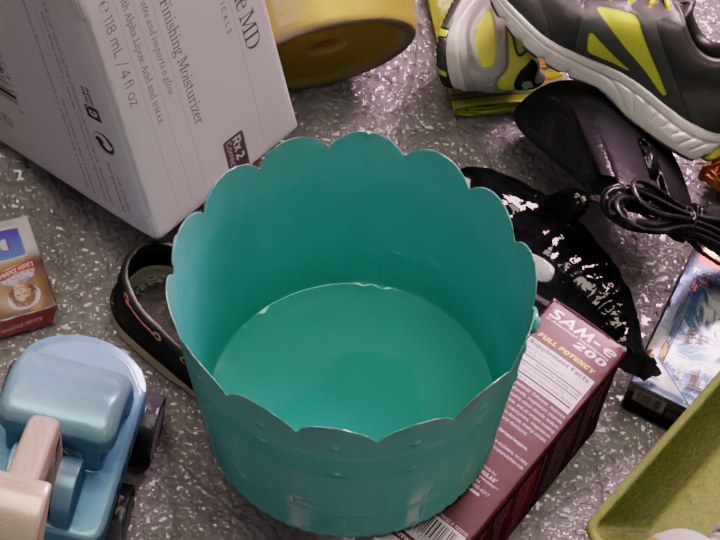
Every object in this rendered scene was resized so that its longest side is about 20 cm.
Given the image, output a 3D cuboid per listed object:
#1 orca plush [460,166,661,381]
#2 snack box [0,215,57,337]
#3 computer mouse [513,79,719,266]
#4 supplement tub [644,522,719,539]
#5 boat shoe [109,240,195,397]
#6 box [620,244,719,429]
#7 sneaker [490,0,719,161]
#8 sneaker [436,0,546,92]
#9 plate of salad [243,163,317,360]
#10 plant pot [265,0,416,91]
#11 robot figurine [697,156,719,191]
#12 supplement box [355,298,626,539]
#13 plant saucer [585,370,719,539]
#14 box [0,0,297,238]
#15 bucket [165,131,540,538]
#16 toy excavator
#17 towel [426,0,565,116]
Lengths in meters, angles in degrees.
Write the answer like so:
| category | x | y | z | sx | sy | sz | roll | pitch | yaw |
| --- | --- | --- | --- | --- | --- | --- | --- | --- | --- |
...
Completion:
| category | x | y | z | sx | sy | sz | roll | pitch | yaw |
| --- | --- | --- | --- | --- | --- | --- | --- | --- | --- |
| orca plush | 0.123 | -0.016 | 1.378 | 0.104 | 0.071 | 0.200 | 0 | 37 | -30 |
| snack box | -0.296 | 0.024 | 1.359 | 0.198 | 0.024 | 0.072 | -16 | 62 | -15 |
| computer mouse | 0.175 | -0.076 | 1.411 | 0.138 | 0.053 | 0.200 | 16 | 20 | -36 |
| supplement tub | 0.156 | 0.233 | 1.210 | 0.199 | 0.145 | 0.145 | -23 | 65 | -7 |
| boat shoe | -0.071 | 0.055 | 1.350 | 0.201 | 0.063 | 0.074 | 34 | 59 | 11 |
| box | 0.285 | 0.070 | 1.398 | 0.199 | 0.040 | 0.137 | 26 | 61 | 8 |
| sneaker | 0.171 | -0.158 | 1.396 | 0.199 | 0.085 | 0.075 | 34 | 25 | -5 |
| sneaker | 0.122 | -0.203 | 1.493 | 0.076 | 0.076 | 0.201 | 16 | 70 | 20 |
| plate of salad | 0.000 | 0.000 | 1.364 | 0.199 | 0.048 | 0.201 | 21 | 40 | -19 |
| plant pot | -0.046 | -0.231 | 1.455 | 0.199 | 0.201 | 0.190 | -12 | 78 | -14 |
| robot figurine | 0.320 | -0.047 | 1.417 | 0.200 | 0.146 | 0.058 | 38 | 53 | 26 |
| supplement box | 0.074 | 0.123 | 1.301 | 0.061 | 0.109 | 0.200 | 36 | 61 | 15 |
| plant saucer | 0.274 | 0.153 | 1.311 | 0.200 | 0.048 | 0.200 | 42 | 90 | 16 |
| box | -0.166 | -0.163 | 1.354 | 0.199 | 0.200 | 0.131 | 31 | 60 | 36 |
| bucket | -0.005 | 0.039 | 1.208 | 0.205 | 0.135 | 0.209 | 1 | 56 | -1 |
| toy excavator | -0.178 | 0.104 | 1.225 | 0.099 | 0.200 | 0.196 | 14 | 59 | 2 |
| towel | 0.088 | -0.198 | 1.542 | 0.085 | 0.018 | 0.201 | -5 | 61 | -11 |
